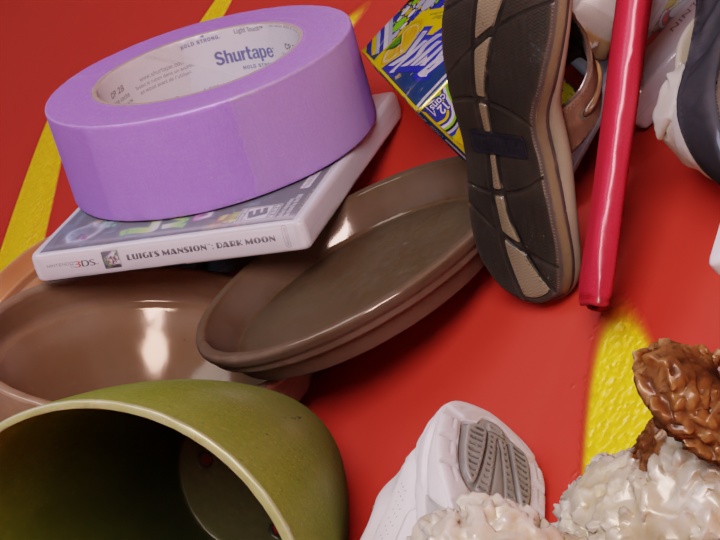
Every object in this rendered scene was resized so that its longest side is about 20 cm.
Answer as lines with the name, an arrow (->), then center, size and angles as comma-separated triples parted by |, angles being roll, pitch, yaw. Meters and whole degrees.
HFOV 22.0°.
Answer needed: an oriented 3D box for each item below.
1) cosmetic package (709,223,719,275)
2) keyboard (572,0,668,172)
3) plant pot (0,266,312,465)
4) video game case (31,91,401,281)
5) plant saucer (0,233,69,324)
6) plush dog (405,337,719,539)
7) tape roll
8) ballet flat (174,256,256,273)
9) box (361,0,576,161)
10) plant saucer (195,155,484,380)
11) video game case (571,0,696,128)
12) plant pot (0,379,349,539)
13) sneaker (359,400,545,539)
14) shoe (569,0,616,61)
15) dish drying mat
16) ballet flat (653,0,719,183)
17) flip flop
cosmetic package -> 0.253, -0.072, 0.648 | 0.199, 0.123, 0.200 | -21, 39, 49
keyboard -> 0.137, -0.120, 0.952 | 0.056, 0.011, 0.200 | -74, 8, -56
plant pot -> -0.128, 0.077, 1.094 | 0.201, 0.201, 0.093 | -117, 26, -63
video game case -> -0.086, -0.056, 1.165 | 0.182, 0.023, 0.200 | -7, 25, 22
plant saucer -> -0.203, 0.064, 1.218 | 0.032, 0.200, 0.200 | 31, 83, 24
plush dog -> 0.108, 0.115, 0.642 | 0.172, 0.160, 0.200 | -59, -17, -19
tape roll -> -0.094, -0.102, 1.168 | 0.200, 0.066, 0.200 | -14, 22, 5
ballet flat -> -0.099, -0.032, 1.264 | 0.200, 0.073, 0.073 | -20, 40, 49
box -> 0.059, -0.115, 1.071 | 0.070, 0.064, 0.200 | -46, 17, 6
plant saucer -> 0.000, 0.000, 1.029 | 0.200, 0.029, 0.200 | -28, 18, 10
video game case -> 0.179, -0.184, 1.036 | 0.182, 0.023, 0.200 | -48, 25, 10
plant pot -> -0.079, 0.127, 0.895 | 0.187, 0.187, 0.200 | -43, -4, 21
sneaker -> 0.030, 0.156, 0.811 | 0.099, 0.078, 0.200 | -47, 18, 35
shoe -> 0.102, -0.161, 1.014 | 0.200, 0.070, 0.053 | -126, 56, -67
dish drying mat -> 0.122, -0.081, 0.873 | 0.077, 0.018, 0.200 | 30, -111, -83
ballet flat -> 0.173, -0.087, 0.854 | 0.073, 0.073, 0.200 | -32, 27, 38
flip flop -> 0.090, -0.081, 0.913 | 0.058, 0.200, 0.081 | -23, 26, -33
